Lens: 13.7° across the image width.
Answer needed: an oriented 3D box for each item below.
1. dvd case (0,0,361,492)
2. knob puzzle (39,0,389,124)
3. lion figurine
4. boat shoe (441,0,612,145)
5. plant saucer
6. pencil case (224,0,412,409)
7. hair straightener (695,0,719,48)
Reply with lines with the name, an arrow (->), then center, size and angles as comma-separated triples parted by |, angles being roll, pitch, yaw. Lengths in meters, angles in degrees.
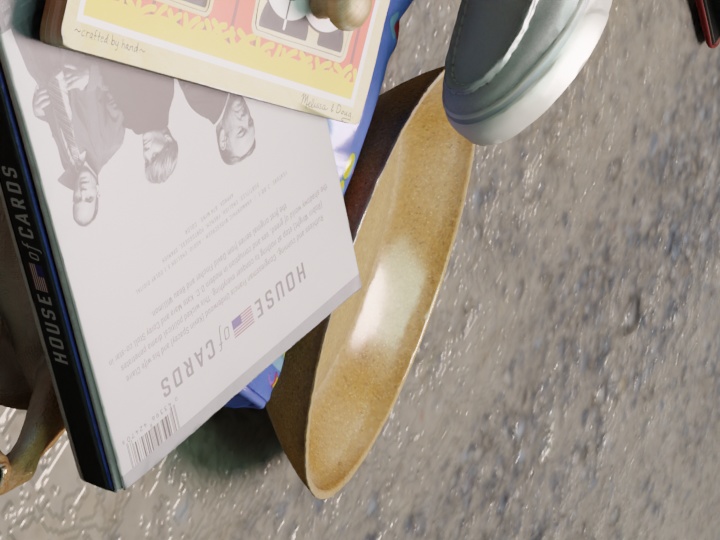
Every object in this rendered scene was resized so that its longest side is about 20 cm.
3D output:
dvd case -> -0.068, -0.043, 1.073 | 0.150, 0.025, 0.201 | -40, 130, -39
knob puzzle -> -0.024, -0.161, 1.050 | 0.219, 0.030, 0.221 | -20, 116, -49
lion figurine -> -0.117, -0.005, 1.107 | 0.122, 0.072, 0.201 | -13, 119, -65
boat shoe -> 0.075, -0.150, 1.218 | 0.068, 0.072, 0.200 | 35, 79, -36
plant saucer -> 0.000, 0.000, 1.311 | 0.200, 0.035, 0.201 | 18, 90, -77
pencil case -> -0.044, -0.046, 1.205 | 0.087, 0.078, 0.201 | 25, 80, -34
hair straightener -> 0.207, -0.191, 1.590 | 0.041, 0.077, 0.200 | -53, 144, -32
